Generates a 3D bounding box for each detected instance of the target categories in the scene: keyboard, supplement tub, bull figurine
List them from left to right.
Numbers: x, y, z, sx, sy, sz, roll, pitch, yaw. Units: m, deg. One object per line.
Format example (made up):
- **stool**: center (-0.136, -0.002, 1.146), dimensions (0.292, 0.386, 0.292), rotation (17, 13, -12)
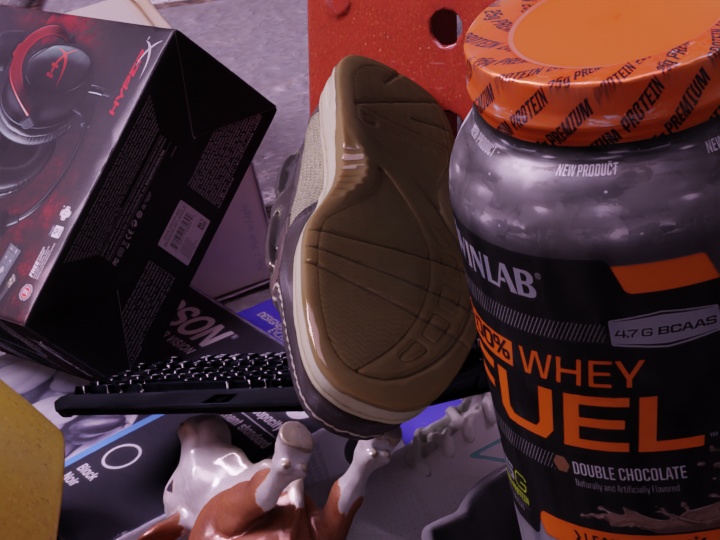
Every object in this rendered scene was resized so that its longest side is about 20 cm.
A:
- **bull figurine**: center (-0.037, 0.118, 0.873), dimensions (0.065, 0.122, 0.201), rotation (18, 42, -19)
- **keyboard**: center (-0.024, 0.031, 0.945), dimensions (0.199, 0.040, 0.104), rotation (-3, 5, 40)
- **supplement tub**: center (0.097, 0.010, 0.759), dimensions (0.122, 0.201, 0.123), rotation (-11, 27, 6)

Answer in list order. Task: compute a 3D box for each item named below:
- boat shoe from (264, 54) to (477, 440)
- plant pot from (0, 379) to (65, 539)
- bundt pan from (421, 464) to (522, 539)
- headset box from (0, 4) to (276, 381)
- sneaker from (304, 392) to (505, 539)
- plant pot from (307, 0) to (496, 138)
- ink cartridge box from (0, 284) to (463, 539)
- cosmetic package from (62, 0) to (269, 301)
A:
- **boat shoe**: center (-0.001, -0.001, 0.887), dimensions (0.071, 0.066, 0.201), rotation (23, 35, -16)
- **plant pot**: center (-0.192, 0.101, 0.927), dimensions (0.141, 0.201, 0.200), rotation (10, 25, -11)
- **bundt pan**: center (0.114, 0.132, 0.822), dimensions (0.201, 0.076, 0.202), rotation (-10, 27, 5)
- **headset box**: center (-0.154, -0.040, 1.113), dimensions (0.200, 0.075, 0.149), rotation (14, 73, 47)
- **sneaker**: center (0.060, 0.069, 0.961), dimensions (0.199, 0.081, 0.071), rotation (-15, 28, 6)
- **plant pot**: center (0.080, -0.066, 1.026), dimensions (0.199, 0.201, 0.176), rotation (5, 12, 32)
- **ink cartridge box**: center (-0.073, 0.062, 1.075), dimensions (0.199, 0.044, 0.198), rotation (-25, 28, -23)
- **cosmetic package**: center (-0.113, -0.065, 1.268), dimensions (0.073, 0.104, 0.200), rotation (-19, 29, -12)
